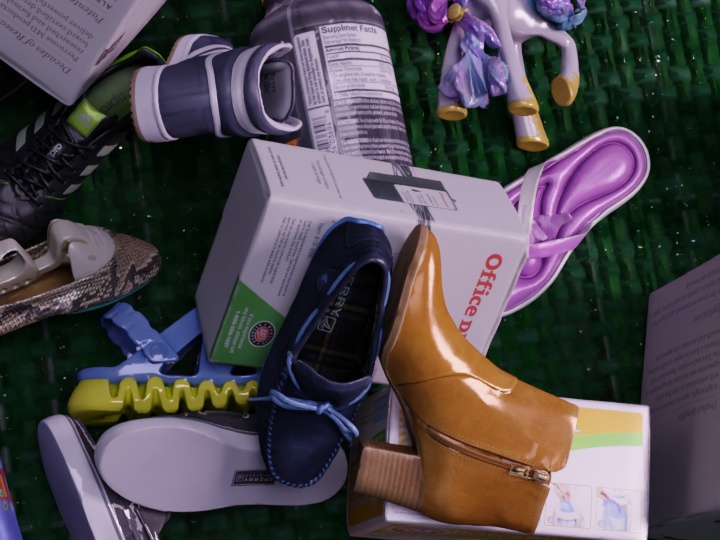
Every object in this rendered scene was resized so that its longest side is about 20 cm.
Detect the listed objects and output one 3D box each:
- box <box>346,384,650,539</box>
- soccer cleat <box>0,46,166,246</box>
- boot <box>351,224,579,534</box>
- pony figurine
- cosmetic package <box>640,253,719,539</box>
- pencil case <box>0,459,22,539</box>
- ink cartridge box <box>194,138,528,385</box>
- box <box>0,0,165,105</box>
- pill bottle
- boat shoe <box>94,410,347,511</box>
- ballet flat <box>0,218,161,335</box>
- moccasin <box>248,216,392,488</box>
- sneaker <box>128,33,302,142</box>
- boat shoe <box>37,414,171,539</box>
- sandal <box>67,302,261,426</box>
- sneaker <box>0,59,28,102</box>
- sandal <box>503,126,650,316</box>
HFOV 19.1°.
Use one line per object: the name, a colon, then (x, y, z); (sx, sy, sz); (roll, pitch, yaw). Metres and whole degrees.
box: (0.100, 0.148, 1.568); (0.200, 0.112, 0.101); (6, 76, -13)
soccer cleat: (-0.217, -0.091, 1.556); (0.068, 0.081, 0.200); (43, 70, -2)
boot: (0.081, 0.076, 1.465); (0.144, 0.071, 0.201); (10, 100, -6)
pony figurine: (0.097, -0.211, 1.652); (0.193, 0.166, 0.200); (16, 66, -45)
cosmetic package: (0.314, 0.106, 1.610); (0.165, 0.165, 0.200); (10, 75, -13)
pencil case: (-0.284, 0.160, 1.478); (0.087, 0.078, 0.200); (-18, 82, 7)
ink cartridge box: (0.000, 0.000, 1.524); (0.200, 0.147, 0.083); (10, 32, -21)
box: (-0.221, -0.260, 1.530); (0.200, 0.131, 0.199); (36, 38, -5)
pill bottle: (-0.024, -0.133, 1.607); (0.106, 0.106, 0.200); (-7, 78, -17)
boat shoe: (-0.104, 0.131, 1.521); (0.200, 0.057, 0.069); (9, 113, -33)
ballet flat: (-0.236, 0.004, 1.526); (0.200, 0.075, 0.068); (-21, 45, -18)
moccasin: (-0.028, 0.062, 1.448); (0.080, 0.068, 0.200); (7, 112, -13)
sneaker: (-0.087, -0.134, 1.539); (0.108, 0.200, 0.070); (-6, 103, 13)
boat shoe: (-0.160, 0.186, 1.512); (0.066, 0.070, 0.200); (-26, 85, -25)
sandal: (-0.113, 0.064, 1.551); (0.200, 0.079, 0.087); (1, 73, -17)
sneaker: (-0.279, -0.159, 1.540); (0.076, 0.114, 0.199); (42, 66, -3)
sandal: (0.149, -0.047, 1.663); (0.082, 0.050, 0.203); (45, 70, -1)
